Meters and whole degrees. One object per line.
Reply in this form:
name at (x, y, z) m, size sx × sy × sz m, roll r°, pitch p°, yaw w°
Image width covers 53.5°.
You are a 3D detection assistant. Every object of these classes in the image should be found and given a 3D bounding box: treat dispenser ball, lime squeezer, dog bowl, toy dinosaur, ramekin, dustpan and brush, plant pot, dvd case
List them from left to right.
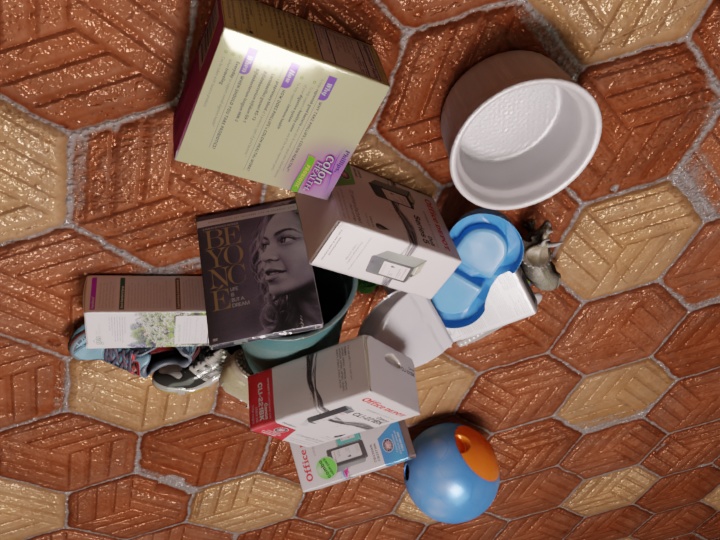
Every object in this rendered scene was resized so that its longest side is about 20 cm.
dvd case at (-0.139, -0.001, 0.959) m, size 0.148 × 0.201 × 0.016 m, roll -11°, pitch 150°, yaw -4°
plant pot at (-0.106, 0.066, 1.054) m, size 0.199 × 0.201 × 0.197 m, roll -7°, pitch 144°, yaw -8°
lime squeezer at (0.000, 0.000, 1.116) m, size 0.199 × 0.038 × 0.071 m, roll 22°, pitch 126°, yaw -32°
dustpan and brush at (0.026, 0.116, 1.068) m, size 0.200 × 0.057 × 0.140 m, roll -37°, pitch 124°, yaw -7°
treat dispenser ball at (0.189, 0.419, 1.483) m, size 0.200 × 0.201 × 0.202 m, roll -8°, pitch 137°, yaw -7°
dog bowl at (0.158, -0.006, 1.052) m, size 0.111 × 0.050 × 0.200 m, roll 30°, pitch 120°, yaw -4°
ramekin at (0.201, -0.186, 0.935) m, size 0.199 × 0.098 × 0.201 m, roll -8°, pitch 136°, yaw -8°
toy dinosaur at (0.279, -0.010, 1.136) m, size 0.077 × 0.103 × 0.200 m, roll -21°, pitch 136°, yaw 7°

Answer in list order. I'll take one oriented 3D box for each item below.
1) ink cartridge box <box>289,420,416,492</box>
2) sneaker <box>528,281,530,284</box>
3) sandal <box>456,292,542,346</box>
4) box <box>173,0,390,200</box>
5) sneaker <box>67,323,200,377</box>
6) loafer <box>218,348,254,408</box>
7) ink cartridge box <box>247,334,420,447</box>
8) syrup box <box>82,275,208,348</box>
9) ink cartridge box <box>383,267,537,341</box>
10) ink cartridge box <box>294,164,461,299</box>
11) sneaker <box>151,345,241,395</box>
ink cartridge box at (-0.018, 0.304, 1.314) m, size 0.199 × 0.147 × 0.146 m, roll -20°, pitch 164°, yaw 4°
sneaker at (0.183, 0.036, 1.192) m, size 0.199 × 0.071 × 0.083 m, roll -18°, pitch 153°, yaw 3°
sandal at (0.226, 0.077, 1.235) m, size 0.082 × 0.050 × 0.203 m, roll -15°, pitch 162°, yaw -41°
box at (-0.098, -0.199, 0.839) m, size 0.199 × 0.097 × 0.176 m, roll 13°, pitch 130°, yaw -25°
sneaker at (-0.348, 0.118, 1.098) m, size 0.199 × 0.096 × 0.080 m, roll -6°, pitch 136°, yaw -10°
loafer at (-0.152, 0.201, 1.171) m, size 0.068 × 0.076 × 0.200 m, roll -30°, pitch 122°, yaw 26°
ink cartridge box at (-0.036, 0.174, 1.002) m, size 0.199 × 0.084 × 0.144 m, roll -23°, pitch 148°, yaw 24°
syrup box at (-0.304, 0.060, 1.061) m, size 0.199 × 0.082 × 0.079 m, roll 1°, pitch 133°, yaw -16°
ink cartridge box at (0.154, 0.027, 1.125) m, size 0.199 × 0.057 × 0.163 m, roll -22°, pitch 111°, yaw 27°
ink cartridge box at (0.023, -0.058, 0.983) m, size 0.199 × 0.146 × 0.084 m, roll 16°, pitch 127°, yaw -30°
sneaker at (-0.246, 0.142, 1.178) m, size 0.199 × 0.076 × 0.088 m, roll -12°, pitch 131°, yaw -17°
